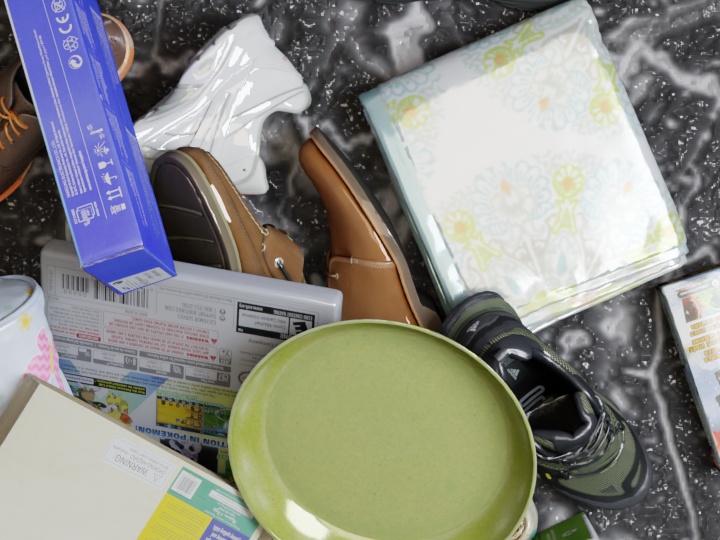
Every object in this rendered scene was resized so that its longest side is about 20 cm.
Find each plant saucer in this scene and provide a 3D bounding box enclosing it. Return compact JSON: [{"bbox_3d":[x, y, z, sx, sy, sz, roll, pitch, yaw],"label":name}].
[{"bbox_3d":[0.015,0.113,1.328,0.199,0.031,0.201,5,118,9],"label":"plant saucer"}]

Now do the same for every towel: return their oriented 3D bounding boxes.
[{"bbox_3d":[0.112,-0.061,1.404,0.171,0.048,0.201,-23,92,-1],"label":"towel"}]

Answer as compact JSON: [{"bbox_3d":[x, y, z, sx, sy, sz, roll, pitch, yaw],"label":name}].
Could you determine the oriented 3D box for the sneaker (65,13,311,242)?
[{"bbox_3d":[-0.112,-0.074,1.391,0.099,0.078,0.200,45,93,-5],"label":"sneaker"}]

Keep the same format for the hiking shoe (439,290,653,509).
[{"bbox_3d":[0.130,0.105,1.362,0.076,0.101,0.200,-44,116,7],"label":"hiking shoe"}]

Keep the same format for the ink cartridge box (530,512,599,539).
[{"bbox_3d":[0.157,0.253,1.339,0.076,0.200,0.148,-29,92,2],"label":"ink cartridge box"}]

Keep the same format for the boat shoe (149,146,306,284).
[{"bbox_3d":[-0.077,-0.002,1.381,0.068,0.072,0.201,-38,121,-32],"label":"boat shoe"}]

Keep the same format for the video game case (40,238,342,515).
[{"bbox_3d":[-0.115,0.077,1.370,0.199,0.022,0.183,10,121,8],"label":"video game case"}]

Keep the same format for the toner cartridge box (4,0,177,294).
[{"bbox_3d":[-0.171,-0.091,1.294,0.043,0.095,0.201,-18,77,3],"label":"toner cartridge box"}]

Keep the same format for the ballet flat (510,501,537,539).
[{"bbox_3d":[0.030,0.136,1.404,0.199,0.062,0.068,20,92,0],"label":"ballet flat"}]

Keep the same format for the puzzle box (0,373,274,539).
[{"bbox_3d":[-0.166,0.167,1.327,0.200,0.025,0.133,33,88,-32],"label":"puzzle box"}]

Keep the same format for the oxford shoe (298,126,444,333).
[{"bbox_3d":[0.000,0.000,1.396,0.071,0.071,0.201,-26,94,5],"label":"oxford shoe"}]

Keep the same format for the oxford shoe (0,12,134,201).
[{"bbox_3d":[-0.240,-0.103,1.390,0.071,0.073,0.200,45,92,-1],"label":"oxford shoe"}]

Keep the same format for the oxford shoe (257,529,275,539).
[{"bbox_3d":[-0.005,0.201,1.401,0.199,0.074,0.071,7,95,1],"label":"oxford shoe"}]

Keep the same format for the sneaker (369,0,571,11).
[{"bbox_3d":[0.084,-0.211,1.374,0.199,0.091,0.076,-6,91,0],"label":"sneaker"}]

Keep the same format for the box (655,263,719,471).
[{"bbox_3d":[0.318,0.043,1.408,0.199,0.040,0.137,-18,91,1],"label":"box"}]

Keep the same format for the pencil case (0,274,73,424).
[{"bbox_3d":[-0.219,0.102,1.345,0.083,0.091,0.201,-9,117,14],"label":"pencil case"}]
